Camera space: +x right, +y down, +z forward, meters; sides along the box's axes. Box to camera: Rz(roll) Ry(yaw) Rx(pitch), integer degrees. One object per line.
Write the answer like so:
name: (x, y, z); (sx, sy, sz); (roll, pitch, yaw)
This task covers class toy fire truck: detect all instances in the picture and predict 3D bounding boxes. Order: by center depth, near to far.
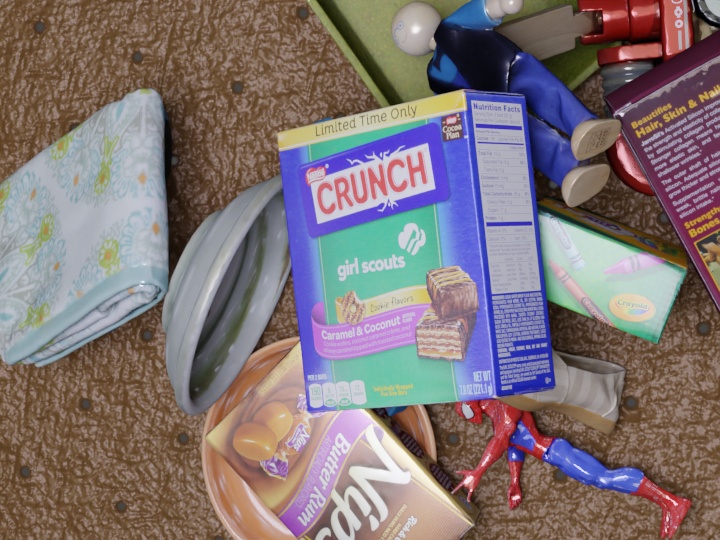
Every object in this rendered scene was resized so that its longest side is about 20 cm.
toy fire truck: (0.199, -0.140, 1.149); (0.198, 0.129, 0.178); (-4, 93, 8)

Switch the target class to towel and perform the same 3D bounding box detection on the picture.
towel: (-0.223, -0.029, 1.201); (0.199, 0.048, 0.173); (-26, 60, 37)

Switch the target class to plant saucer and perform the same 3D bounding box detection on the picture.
plant saucer: (0.075, -0.195, 1.173); (0.199, 0.048, 0.201); (-41, 106, -13)
plant saucer: (-0.107, 0.011, 1.173); (0.050, 0.200, 0.201); (24, 97, 11)
plant saucer: (-0.033, 0.153, 1.264); (0.198, 0.037, 0.202); (1, 94, 11)

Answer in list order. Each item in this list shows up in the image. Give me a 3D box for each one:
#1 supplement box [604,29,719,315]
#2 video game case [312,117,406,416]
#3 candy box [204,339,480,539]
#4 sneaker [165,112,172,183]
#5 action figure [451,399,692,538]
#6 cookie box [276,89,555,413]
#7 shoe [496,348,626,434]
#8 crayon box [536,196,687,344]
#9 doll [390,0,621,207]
supplement box: (0.267, -0.058, 1.070); (0.110, 0.086, 0.201); (-29, 101, 10)
video game case: (0.000, 0.000, 1.181); (0.018, 0.143, 0.201); (-20, 72, -19)
candy box: (-0.013, 0.163, 1.215); (0.117, 0.056, 0.200); (-45, 86, 9)
sneaker: (-0.218, -0.053, 1.273); (0.081, 0.073, 0.202); (18, 91, 22)
action figure: (0.150, 0.171, 1.210); (0.199, 0.065, 0.099); (32, 81, 8)
cookie box: (0.035, -0.010, 1.045); (0.170, 0.075, 0.202); (-9, 86, 40)
shoe: (0.137, 0.076, 1.163); (0.070, 0.199, 0.054); (38, 101, 45)
crayon box: (0.178, -0.005, 1.131); (0.118, 0.200, 0.059); (22, 99, 9)
doll: (0.096, -0.134, 1.073); (0.200, 0.048, 0.137); (41, 143, 32)
